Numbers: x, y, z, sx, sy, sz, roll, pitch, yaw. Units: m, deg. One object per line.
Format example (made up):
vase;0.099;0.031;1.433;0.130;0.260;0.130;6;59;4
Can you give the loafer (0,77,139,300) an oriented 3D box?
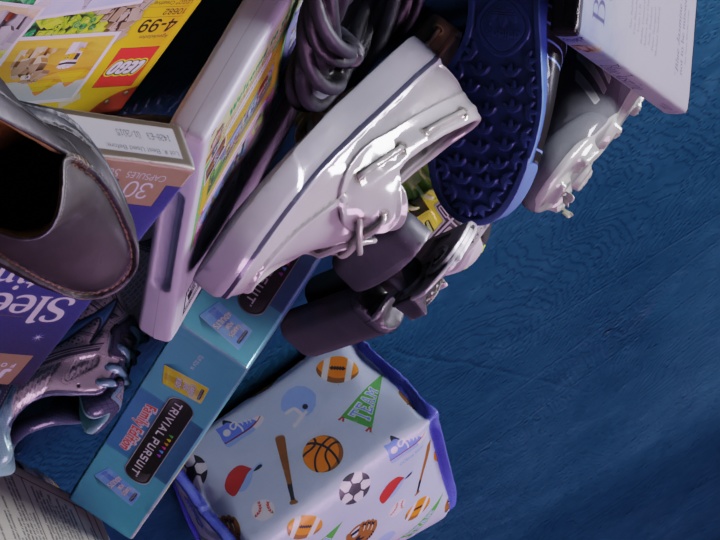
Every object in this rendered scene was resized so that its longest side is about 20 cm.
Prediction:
loafer;-0.147;-0.034;1.199;0.073;0.072;0.200;-40;141;5

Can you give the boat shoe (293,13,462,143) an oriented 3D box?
boat shoe;-0.003;-0.076;1.579;0.200;0.069;0.074;-37;173;-40

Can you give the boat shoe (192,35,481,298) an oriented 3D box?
boat shoe;-0.007;-0.040;1.466;0.200;0.066;0.072;-47;179;-43

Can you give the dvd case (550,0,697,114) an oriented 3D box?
dvd case;0.149;-0.175;1.581;0.017;0.143;0.200;2;172;24

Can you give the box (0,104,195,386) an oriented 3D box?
box;-0.176;0.000;1.325;0.121;0.033;0.200;6;140;-39

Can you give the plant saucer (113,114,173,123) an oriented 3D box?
plant saucer;-0.174;-0.029;1.401;0.199;0.030;0.200;-16;173;-2

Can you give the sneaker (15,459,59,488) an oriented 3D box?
sneaker;-0.273;0.175;1.725;0.200;0.076;0.088;-41;142;4

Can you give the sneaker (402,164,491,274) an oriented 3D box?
sneaker;0.047;-0.049;1.733;0.076;0.075;0.200;-25;154;-27

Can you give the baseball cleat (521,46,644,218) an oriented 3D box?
baseball cleat;0.109;-0.103;1.651;0.070;0.106;0.200;-56;175;34

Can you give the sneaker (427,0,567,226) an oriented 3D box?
sneaker;0.087;-0.124;1.552;0.078;0.070;0.201;-11;113;-60

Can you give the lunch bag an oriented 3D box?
lunch bag;-0.030;0.150;1.951;0.170;0.124;0.200;-34;150;-8

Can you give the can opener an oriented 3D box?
can opener;0.000;0.000;1.601;0.053;0.067;0.200;-54;-166;-23

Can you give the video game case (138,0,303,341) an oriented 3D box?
video game case;-0.053;-0.088;1.442;0.182;0.022;0.200;105;11;-57

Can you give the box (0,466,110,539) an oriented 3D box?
box;-0.229;0.173;1.603;0.109;0.128;0.200;-43;134;15

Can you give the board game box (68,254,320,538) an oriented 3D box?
board game box;-0.082;0.043;1.640;0.151;0.047;0.200;-58;-178;-39

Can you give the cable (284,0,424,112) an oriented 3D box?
cable;0.013;-0.148;1.437;0.164;0.051;0.200;-61;174;-26

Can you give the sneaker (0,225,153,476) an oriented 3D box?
sneaker;-0.148;0.044;1.603;0.200;0.086;0.078;-35;158;-14

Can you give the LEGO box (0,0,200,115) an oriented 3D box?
LEGO box;-0.156;-0.137;1.246;0.200;0.077;0.149;-8;145;-50
